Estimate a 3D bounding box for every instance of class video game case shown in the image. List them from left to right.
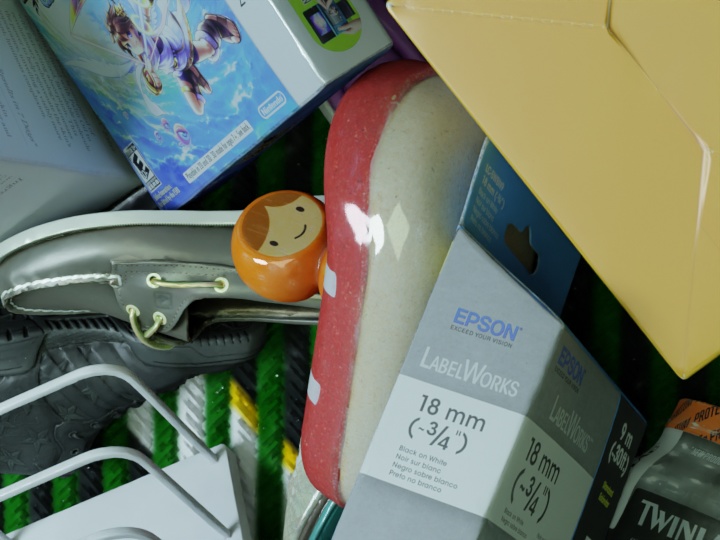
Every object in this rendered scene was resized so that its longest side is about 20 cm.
[{"bbox_3d":[-0.091,-0.135,0.973,0.182,0.045,0.200,57,150,0],"label":"video game case"}]

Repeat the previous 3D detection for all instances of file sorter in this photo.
[{"bbox_3d":[-0.133,0.170,1.035,0.138,0.125,0.201,-24,52,13],"label":"file sorter"}]

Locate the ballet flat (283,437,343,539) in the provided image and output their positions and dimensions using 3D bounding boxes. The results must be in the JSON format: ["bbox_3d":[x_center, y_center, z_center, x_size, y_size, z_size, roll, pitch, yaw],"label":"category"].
[{"bbox_3d":[0.009,0.069,1.077,0.062,0.067,0.200,42,106,36],"label":"ballet flat"}]

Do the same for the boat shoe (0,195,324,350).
[{"bbox_3d":[-0.084,0.005,1.045,0.201,0.072,0.061,-5,74,5],"label":"boat shoe"}]

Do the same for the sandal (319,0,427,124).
[{"bbox_3d":[-0.026,-0.138,1.037,0.203,0.050,0.082,44,81,3],"label":"sandal"}]

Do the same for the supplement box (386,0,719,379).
[{"bbox_3d":[0.144,-0.086,0.927,0.133,0.200,0.197,-40,87,19],"label":"supplement box"}]

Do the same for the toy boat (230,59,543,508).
[{"bbox_3d":[0.000,0.000,0.958,0.130,0.130,0.201,21,119,24],"label":"toy boat"}]

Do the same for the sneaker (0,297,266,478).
[{"bbox_3d":[-0.148,0.062,1.114,0.199,0.060,0.105,-1,127,-4],"label":"sneaker"}]

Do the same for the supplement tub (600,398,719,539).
[{"bbox_3d":[0.149,0.167,0.960,0.122,0.123,0.201,22,84,12],"label":"supplement tub"}]

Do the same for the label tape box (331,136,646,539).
[{"bbox_3d":[0.066,0.067,0.896,0.063,0.144,0.201,16,77,26],"label":"label tape box"}]

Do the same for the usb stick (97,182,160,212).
[{"bbox_3d":[-0.114,-0.052,1.100,0.200,0.033,0.056,-42,80,19],"label":"usb stick"}]

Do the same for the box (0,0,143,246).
[{"bbox_3d":[-0.219,-0.087,1.021,0.106,0.200,0.153,-32,75,20],"label":"box"}]
